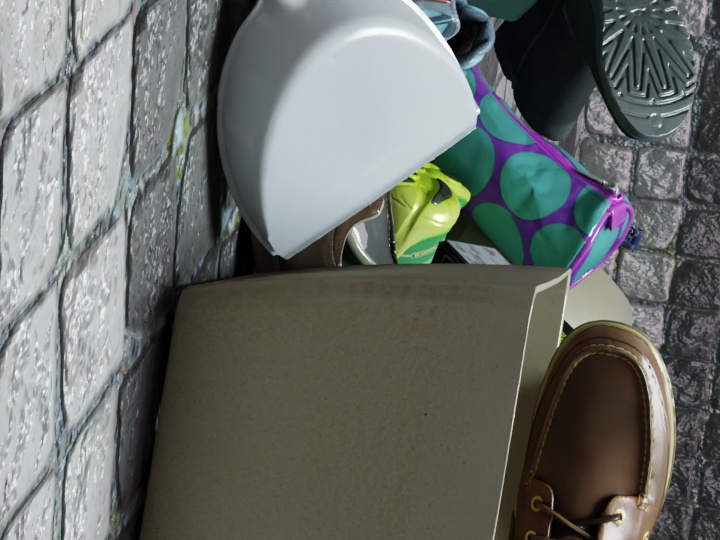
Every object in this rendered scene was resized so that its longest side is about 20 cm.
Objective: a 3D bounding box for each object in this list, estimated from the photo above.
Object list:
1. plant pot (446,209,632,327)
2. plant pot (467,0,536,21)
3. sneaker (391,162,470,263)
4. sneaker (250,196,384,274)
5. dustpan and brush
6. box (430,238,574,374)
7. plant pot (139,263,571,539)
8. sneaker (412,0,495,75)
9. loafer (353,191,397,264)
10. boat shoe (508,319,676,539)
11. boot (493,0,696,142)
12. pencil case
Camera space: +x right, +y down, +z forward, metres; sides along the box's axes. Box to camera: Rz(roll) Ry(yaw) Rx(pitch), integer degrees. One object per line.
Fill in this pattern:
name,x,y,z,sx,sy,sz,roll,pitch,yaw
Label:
plant pot,0.079,0.030,1.622,0.135,0.199,0.201,53,33,-24
plant pot,0.080,-0.264,1.455,0.200,0.140,0.142,100,4,-59
sneaker,0.023,-0.034,1.464,0.084,0.074,0.200,-58,179,9
sneaker,-0.005,0.045,1.248,0.071,0.075,0.201,-81,159,-57
dustpan and brush,-0.026,-0.115,1.104,0.139,0.057,0.201,-35,142,-11
box,0.072,0.113,1.284,0.200,0.047,0.194,49,-58,49
plant pot,-0.004,0.088,1.124,0.200,0.176,0.202,-15,114,-79
sneaker,0.038,-0.128,1.382,0.200,0.095,0.080,54,32,-76
loafer,0.000,0.000,1.301,0.073,0.072,0.201,-31,137,-38
boat shoe,0.107,0.125,1.070,0.068,0.071,0.202,-59,159,-69
boot,0.153,-0.134,1.527,0.200,0.065,0.166,131,-47,-65
pencil case,0.101,-0.075,1.551,0.085,0.200,0.093,-9,139,-57
